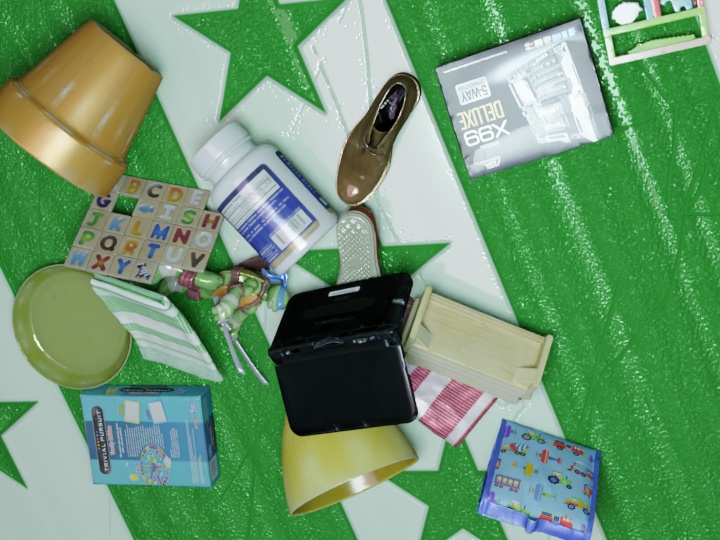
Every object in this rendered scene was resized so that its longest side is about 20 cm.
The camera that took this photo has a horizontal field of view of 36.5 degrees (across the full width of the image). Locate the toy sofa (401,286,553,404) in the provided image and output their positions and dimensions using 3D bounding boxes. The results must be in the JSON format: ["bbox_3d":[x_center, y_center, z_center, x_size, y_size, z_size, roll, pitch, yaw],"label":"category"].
[{"bbox_3d":[0.157,0.106,1.516,0.199,0.098,0.083,21,66,0],"label":"toy sofa"}]

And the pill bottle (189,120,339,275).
[{"bbox_3d":[-0.137,-0.104,1.513,0.120,0.120,0.200,-42,92,19],"label":"pill bottle"}]

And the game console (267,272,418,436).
[{"bbox_3d":[-0.013,0.114,1.486,0.199,0.177,0.117,-11,128,27],"label":"game console"}]

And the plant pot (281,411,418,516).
[{"bbox_3d":[-0.034,0.246,1.566,0.199,0.200,0.143,-30,72,18],"label":"plant pot"}]

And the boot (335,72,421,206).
[{"bbox_3d":[0.015,-0.174,1.484,0.073,0.075,0.201,28,110,2],"label":"boot"}]

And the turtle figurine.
[{"bbox_3d":[-0.211,0.062,1.564,0.193,0.144,0.201,19,105,11],"label":"turtle figurine"}]

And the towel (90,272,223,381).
[{"bbox_3d":[-0.294,0.086,1.573,0.152,0.023,0.201,15,148,27],"label":"towel"}]

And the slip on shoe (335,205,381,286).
[{"bbox_3d":[0.000,0.000,1.544,0.073,0.061,0.201,5,119,14],"label":"slip on shoe"}]

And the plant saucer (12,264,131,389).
[{"bbox_3d":[-0.439,0.084,1.680,0.198,0.031,0.202,3,106,12],"label":"plant saucer"}]

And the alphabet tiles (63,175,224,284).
[{"bbox_3d":[-0.302,-0.057,1.559,0.198,0.168,0.008,11,150,10],"label":"alphabet tiles"}]

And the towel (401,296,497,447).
[{"bbox_3d":[0.101,0.149,1.581,0.200,0.023,0.144,38,110,0],"label":"towel"}]

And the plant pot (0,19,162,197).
[{"bbox_3d":[-0.377,-0.235,1.505,0.200,0.200,0.184,39,95,0],"label":"plant pot"}]

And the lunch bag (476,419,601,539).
[{"bbox_3d":[0.245,0.303,1.495,0.149,0.200,0.095,17,108,8],"label":"lunch bag"}]

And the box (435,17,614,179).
[{"bbox_3d":[0.216,-0.225,1.436,0.199,0.050,0.159,-15,101,16],"label":"box"}]

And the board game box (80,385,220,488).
[{"bbox_3d":[-0.325,0.256,1.693,0.198,0.047,0.152,-1,105,13],"label":"board game box"}]

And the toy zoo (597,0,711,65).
[{"bbox_3d":[0.361,-0.373,1.378,0.130,0.020,0.202,-10,103,15],"label":"toy zoo"}]
